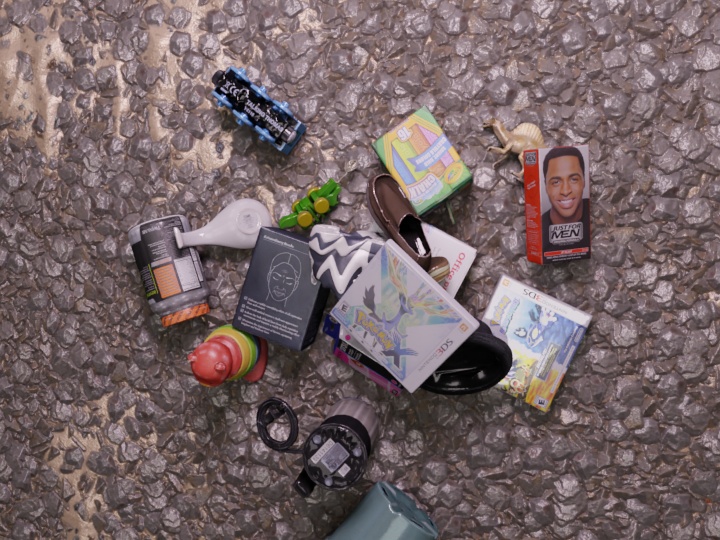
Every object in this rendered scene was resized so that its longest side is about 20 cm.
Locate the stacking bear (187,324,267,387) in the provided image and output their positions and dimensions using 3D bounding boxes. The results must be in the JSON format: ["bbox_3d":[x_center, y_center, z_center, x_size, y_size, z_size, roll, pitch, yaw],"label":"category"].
[{"bbox_3d":[-0.257,0.164,1.185,0.120,0.200,0.115,22,96,8],"label":"stacking bear"}]

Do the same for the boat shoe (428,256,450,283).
[{"bbox_3d":[0.077,0.043,1.114,0.198,0.072,0.077,-24,104,19],"label":"boat shoe"}]

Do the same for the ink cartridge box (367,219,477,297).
[{"bbox_3d":[0.100,-0.020,1.175,0.198,0.086,0.149,29,98,6],"label":"ink cartridge box"}]

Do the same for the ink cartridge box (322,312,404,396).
[{"bbox_3d":[0.006,0.163,1.195,0.199,0.095,0.037,34,63,8],"label":"ink cartridge box"}]

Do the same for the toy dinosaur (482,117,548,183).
[{"bbox_3d":[0.308,-0.217,1.145,0.198,0.058,0.102,25,95,7],"label":"toy dinosaur"}]

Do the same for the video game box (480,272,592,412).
[{"bbox_3d":[0.307,0.133,1.169,0.180,0.047,0.202,25,96,10],"label":"video game box"}]

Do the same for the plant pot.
[{"bbox_3d":[0.034,0.522,1.167,0.199,0.200,0.197,37,90,6],"label":"plant pot"}]

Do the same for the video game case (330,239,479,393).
[{"bbox_3d":[0.068,0.080,1.034,0.200,0.022,0.183,43,121,7],"label":"video game case"}]

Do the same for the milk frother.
[{"bbox_3d":[-0.076,0.296,1.167,0.179,0.188,0.202,-29,88,9],"label":"milk frother"}]

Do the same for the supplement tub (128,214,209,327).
[{"bbox_3d":[-0.375,0.002,1.237,0.121,0.122,0.203,-17,90,10],"label":"supplement tub"}]

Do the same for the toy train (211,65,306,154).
[{"bbox_3d":[-0.198,-0.309,1.197,0.199,0.114,0.087,39,95,5],"label":"toy train"}]

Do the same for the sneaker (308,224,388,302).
[{"bbox_3d":[0.000,0.000,1.113,0.196,0.080,0.132,7,109,-11],"label":"sneaker"}]

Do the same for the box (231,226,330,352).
[{"bbox_3d":[-0.140,0.033,1.207,0.146,0.107,0.203,19,96,8],"label":"box"}]

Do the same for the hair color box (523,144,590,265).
[{"bbox_3d":[0.352,-0.118,1.115,0.100,0.061,0.203,-7,99,-11],"label":"hair color box"}]

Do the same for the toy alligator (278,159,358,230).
[{"bbox_3d":[-0.072,-0.135,1.219,0.199,0.059,0.054,-38,130,4],"label":"toy alligator"}]

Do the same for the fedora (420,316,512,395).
[{"bbox_3d":[0.170,0.140,1.117,0.197,0.092,0.202,3,134,3],"label":"fedora"}]

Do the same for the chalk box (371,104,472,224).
[{"bbox_3d":[0.129,-0.177,1.144,0.123,0.125,0.201,-34,88,10],"label":"chalk box"}]

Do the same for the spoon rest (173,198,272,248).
[{"bbox_3d":[-0.268,-0.082,1.219,0.198,0.060,0.101,-15,88,-27],"label":"spoon rest"}]

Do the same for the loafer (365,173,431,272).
[{"bbox_3d":[0.074,-0.086,1.052,0.072,0.071,0.202,-16,71,-28],"label":"loafer"}]
